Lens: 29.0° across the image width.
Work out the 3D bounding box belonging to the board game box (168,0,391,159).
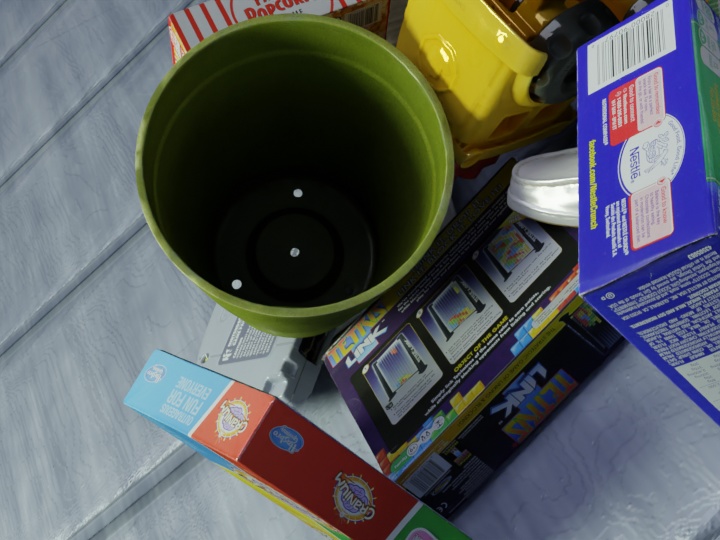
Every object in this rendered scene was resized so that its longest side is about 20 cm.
[{"bbox_3d":[-0.058,-0.132,1.022,0.150,0.200,0.047,-22,65,-15],"label":"board game box"}]

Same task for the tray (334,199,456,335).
[{"bbox_3d":[0.000,0.000,1.101,0.200,0.022,0.108,-38,35,21],"label":"tray"}]

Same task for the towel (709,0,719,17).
[{"bbox_3d":[0.261,-0.168,0.935,0.199,0.023,0.153,-26,39,35],"label":"towel"}]

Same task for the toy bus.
[{"bbox_3d":[0.113,-0.146,0.954,0.136,0.199,0.193,50,139,23],"label":"toy bus"}]

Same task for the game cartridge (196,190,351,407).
[{"bbox_3d":[-0.064,0.023,1.106,0.132,0.041,0.201,-8,51,44],"label":"game cartridge"}]

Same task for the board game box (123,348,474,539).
[{"bbox_3d":[-0.030,0.127,0.840,0.153,0.200,0.041,13,67,57],"label":"board game box"}]

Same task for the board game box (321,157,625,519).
[{"bbox_3d":[0.078,0.042,0.926,0.200,0.057,0.166,-46,30,8],"label":"board game box"}]

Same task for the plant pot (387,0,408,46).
[{"bbox_3d":[-0.013,-0.205,1.221,0.200,0.093,0.201,-32,-10,-7],"label":"plant pot"}]

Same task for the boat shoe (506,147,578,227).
[{"bbox_3d":[0.178,-0.073,0.851,0.199,0.070,0.071,-3,32,30],"label":"boat shoe"}]

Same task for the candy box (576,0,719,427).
[{"bbox_3d":[0.192,-0.012,0.695,0.077,0.200,0.170,-25,41,33],"label":"candy box"}]

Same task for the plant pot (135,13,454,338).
[{"bbox_3d":[-0.044,-0.040,0.955,0.201,0.199,0.193,-61,-6,-16],"label":"plant pot"}]
